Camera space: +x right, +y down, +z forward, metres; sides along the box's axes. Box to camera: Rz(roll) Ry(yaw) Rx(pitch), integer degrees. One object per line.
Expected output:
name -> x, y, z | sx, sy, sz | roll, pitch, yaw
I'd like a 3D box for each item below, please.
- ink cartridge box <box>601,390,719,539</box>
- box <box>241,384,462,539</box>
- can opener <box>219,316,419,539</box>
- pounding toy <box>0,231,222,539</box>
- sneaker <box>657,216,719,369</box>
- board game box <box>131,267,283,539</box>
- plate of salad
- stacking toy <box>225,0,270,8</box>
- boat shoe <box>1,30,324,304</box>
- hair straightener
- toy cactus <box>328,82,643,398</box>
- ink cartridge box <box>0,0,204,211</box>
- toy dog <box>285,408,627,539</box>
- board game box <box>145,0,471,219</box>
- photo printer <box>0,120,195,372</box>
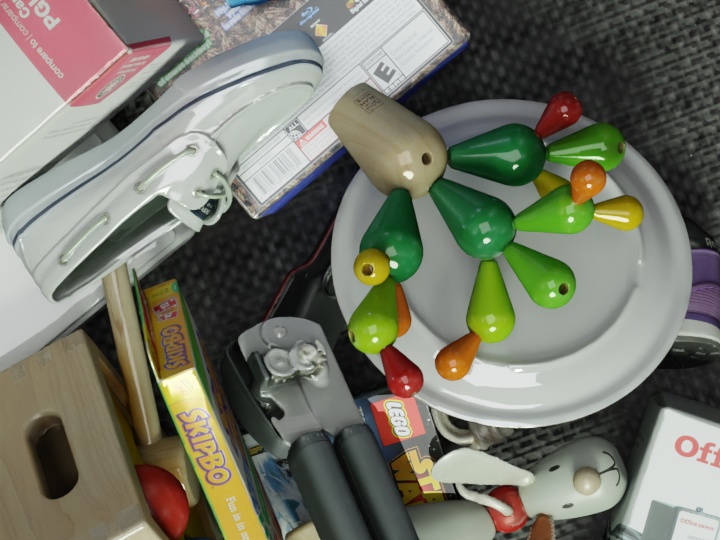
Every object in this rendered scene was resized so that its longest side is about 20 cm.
ink cartridge box -> 0.204, 0.185, 1.623 | 0.146, 0.083, 0.201 | 18, 92, 1
box -> 0.001, 0.175, 1.654 | 0.137, 0.040, 0.201 | -17, 91, 4
can opener -> -0.015, 0.110, 1.549 | 0.053, 0.067, 0.200 | -10, 55, -27
pounding toy -> -0.138, 0.118, 1.575 | 0.142, 0.200, 0.184 | -28, 134, 5
sneaker -> 0.107, 0.007, 1.638 | 0.199, 0.076, 0.088 | 2, 73, 2
board game box -> -0.078, 0.096, 1.545 | 0.030, 0.096, 0.200 | -22, 121, 2
plate of salad -> 0.083, -0.002, 1.578 | 0.199, 0.048, 0.201 | 1, 64, -2
stacking toy -> -0.068, -0.251, 1.522 | 0.110, 0.116, 0.200 | -27, 79, 0
boat shoe -> -0.096, -0.050, 1.532 | 0.200, 0.074, 0.067 | -33, 67, 13
hair straightener -> 0.000, 0.000, 1.629 | 0.041, 0.077, 0.200 | 38, 81, -34
toy cactus -> 0.047, -0.038, 1.517 | 0.200, 0.102, 0.165 | -43, 72, -14
ink cartridge box -> -0.197, -0.088, 1.514 | 0.200, 0.147, 0.083 | -39, 89, 14
toy dog -> 0.048, 0.149, 1.582 | 0.132, 0.096, 0.200 | 43, 93, 0
board game box -> -0.059, -0.155, 1.615 | 0.159, 0.097, 0.200 | -40, 90, 3
photo printer -> -0.218, -0.048, 1.640 | 0.166, 0.069, 0.200 | -38, 90, 3
